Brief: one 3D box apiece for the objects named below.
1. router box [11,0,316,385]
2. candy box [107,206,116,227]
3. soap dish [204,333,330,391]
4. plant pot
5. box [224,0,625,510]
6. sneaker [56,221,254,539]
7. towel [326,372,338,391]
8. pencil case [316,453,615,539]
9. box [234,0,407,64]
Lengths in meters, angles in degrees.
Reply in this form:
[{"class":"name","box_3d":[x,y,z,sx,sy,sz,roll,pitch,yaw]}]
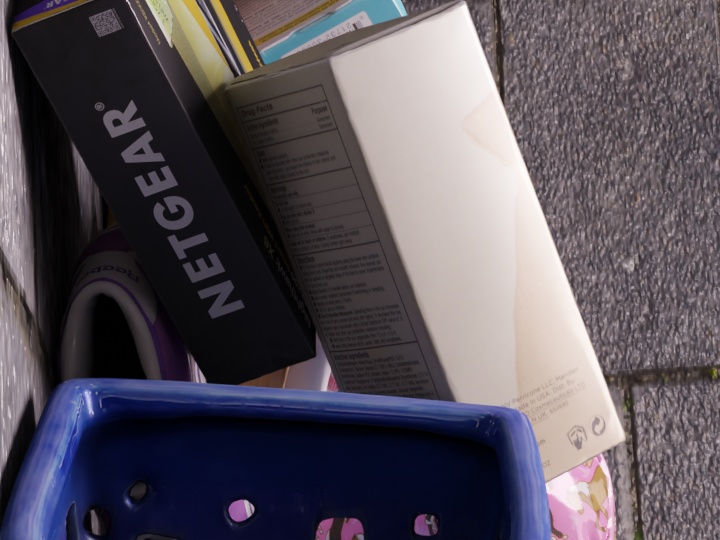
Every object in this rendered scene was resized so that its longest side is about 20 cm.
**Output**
[{"class":"router box","box_3d":[-0.080,-0.073,1.296,0.157,0.052,0.200,-92,159,-55]},{"class":"candy box","box_3d":[-0.116,-0.065,1.609,0.102,0.026,0.200,79,7,-50]},{"class":"soap dish","box_3d":[-0.065,0.053,1.454,0.157,0.081,0.200,-91,-167,-57]},{"class":"plant pot","box_3d":[-0.034,0.159,1.140,0.200,0.199,0.180,-90,-177,-72]},{"class":"box","box_3d":[0.026,-0.004,1.264,0.095,0.078,0.200,-6,-74,59]},{"class":"sneaker","box_3d":[-0.096,0.087,1.318,0.114,0.072,0.201,-78,155,-71]},{"class":"towel","box_3d":[0.000,0.000,1.460,0.200,0.030,0.147,118,-18,-66]},{"class":"pencil case","box_3d":[0.037,0.126,1.444,0.200,0.086,0.083,-25,-112,50]},{"class":"box","box_3d":[-0.029,-0.144,1.523,0.049,0.082,0.200,59,6,-27]}]
